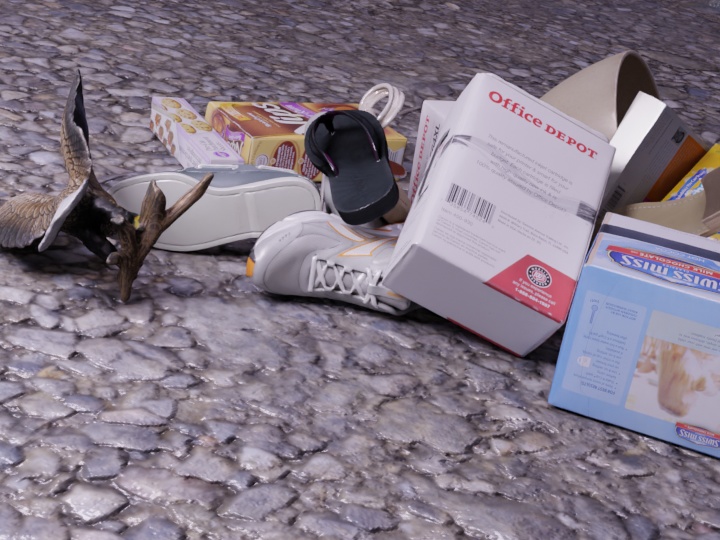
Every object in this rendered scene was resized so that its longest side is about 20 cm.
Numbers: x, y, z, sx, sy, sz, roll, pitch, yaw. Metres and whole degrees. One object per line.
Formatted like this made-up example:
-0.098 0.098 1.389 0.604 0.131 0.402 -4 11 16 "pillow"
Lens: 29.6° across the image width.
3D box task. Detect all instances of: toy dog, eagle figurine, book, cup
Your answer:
0.002 -0.073 1.322 0.131 0.096 0.201 -19 44 27 "toy dog"
-0.242 -0.064 1.155 0.151 0.152 0.200 -31 56 -32 "eagle figurine"
0.286 -0.078 1.335 0.048 0.134 0.200 36 5 34 "book"
0.247 -0.127 1.496 0.142 0.202 0.200 -9 12 29 "cup"

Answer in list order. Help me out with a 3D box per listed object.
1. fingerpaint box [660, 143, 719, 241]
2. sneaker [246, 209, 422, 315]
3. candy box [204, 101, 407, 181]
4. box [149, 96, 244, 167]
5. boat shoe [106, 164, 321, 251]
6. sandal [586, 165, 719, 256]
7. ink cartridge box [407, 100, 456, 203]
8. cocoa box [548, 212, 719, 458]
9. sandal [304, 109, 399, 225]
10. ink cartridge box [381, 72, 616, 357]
0.348 -0.011 1.265 0.166 0.074 0.200 29 59 35 "fingerpaint box"
0.000 0.000 1.190 0.199 0.076 0.092 -2 30 -27 "sneaker"
-0.062 -0.144 1.520 0.199 0.057 0.117 -5 28 -31 "candy box"
-0.179 -0.138 1.466 0.041 0.039 0.200 -2 26 -26 "box"
-0.135 -0.063 1.254 0.198 0.073 0.062 -2 21 -2 "boat shoe"
0.280 -0.025 1.195 0.069 0.211 0.078 36 48 -26 "sandal"
0.136 -0.089 1.390 0.124 0.129 0.200 0 24 -23 "ink cartridge box"
0.269 0.056 1.101 0.199 0.134 0.131 17 25 12 "cocoa box"
-0.010 -0.111 1.238 0.075 0.048 0.201 -28 32 1 "sandal"
0.123 -0.050 1.183 0.146 0.083 0.201 28 57 -7 "ink cartridge box"
